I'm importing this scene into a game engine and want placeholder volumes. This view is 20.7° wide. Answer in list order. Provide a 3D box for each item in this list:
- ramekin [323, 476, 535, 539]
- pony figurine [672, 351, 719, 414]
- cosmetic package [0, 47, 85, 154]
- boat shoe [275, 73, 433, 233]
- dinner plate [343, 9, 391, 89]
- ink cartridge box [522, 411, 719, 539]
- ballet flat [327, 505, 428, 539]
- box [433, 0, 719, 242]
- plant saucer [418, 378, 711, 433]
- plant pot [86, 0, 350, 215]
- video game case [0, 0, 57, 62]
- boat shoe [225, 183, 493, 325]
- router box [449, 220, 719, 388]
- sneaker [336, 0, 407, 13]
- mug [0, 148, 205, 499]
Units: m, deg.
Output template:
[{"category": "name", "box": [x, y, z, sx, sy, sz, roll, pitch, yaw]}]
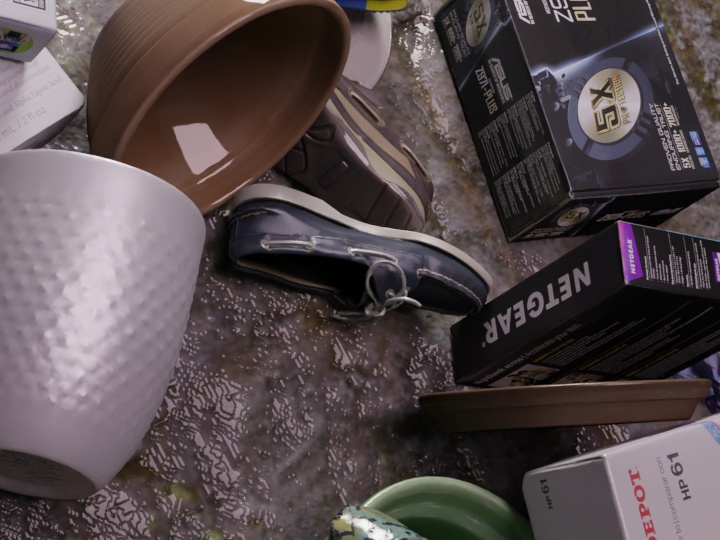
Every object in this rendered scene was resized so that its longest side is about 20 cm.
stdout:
[{"category": "ramekin", "box": [0.038, 0.241, 1.250, 0.200, 0.098, 0.201, 16, 59, -28]}, {"category": "pony figurine", "box": [0.307, 0.126, 1.461, 0.200, 0.166, 0.193, 57, 15, 12]}, {"category": "cosmetic package", "box": [-0.279, -0.149, 1.244, 0.200, 0.074, 0.102, 52, 49, -3]}, {"category": "boat shoe", "box": [-0.023, -0.101, 1.409, 0.200, 0.074, 0.073, 51, 35, -9]}, {"category": "dinner plate", "box": [-0.056, -0.211, 1.465, 0.200, 0.024, 0.201, 17, 58, -29]}, {"category": "ink cartridge box", "box": [0.216, 0.174, 1.276, 0.200, 0.085, 0.145, -12, 84, -37]}, {"category": "ballet flat", "box": [0.059, 0.216, 1.167, 0.074, 0.074, 0.200, -36, 90, -41]}, {"category": "box", "box": [0.169, -0.134, 1.543, 0.163, 0.086, 0.201, -5, 70, -36]}, {"category": "plant saucer", "box": [0.139, 0.093, 1.339, 0.200, 0.200, 0.030, 1, 83, -35]}, {"category": "plant pot", "box": [-0.110, -0.129, 1.283, 0.201, 0.201, 0.093, -25, 64, -41]}, {"category": "video game case", "box": [-0.281, -0.240, 1.214, 0.181, 0.045, 0.201, 11, 59, -32]}, {"category": "boat shoe", "box": [0.000, 0.000, 1.362, 0.200, 0.075, 0.062, 22, 55, -23]}, {"category": "router box", "box": [0.180, 0.035, 1.388, 0.149, 0.200, 0.051, 10, 63, -31]}, {"category": "sneaker", "box": [-0.033, -0.228, 1.411, 0.200, 0.079, 0.066, -10, 43, -39]}, {"category": "mug", "box": [-0.205, 0.035, 1.170, 0.199, 0.148, 0.176, 9, 66, 3]}]
